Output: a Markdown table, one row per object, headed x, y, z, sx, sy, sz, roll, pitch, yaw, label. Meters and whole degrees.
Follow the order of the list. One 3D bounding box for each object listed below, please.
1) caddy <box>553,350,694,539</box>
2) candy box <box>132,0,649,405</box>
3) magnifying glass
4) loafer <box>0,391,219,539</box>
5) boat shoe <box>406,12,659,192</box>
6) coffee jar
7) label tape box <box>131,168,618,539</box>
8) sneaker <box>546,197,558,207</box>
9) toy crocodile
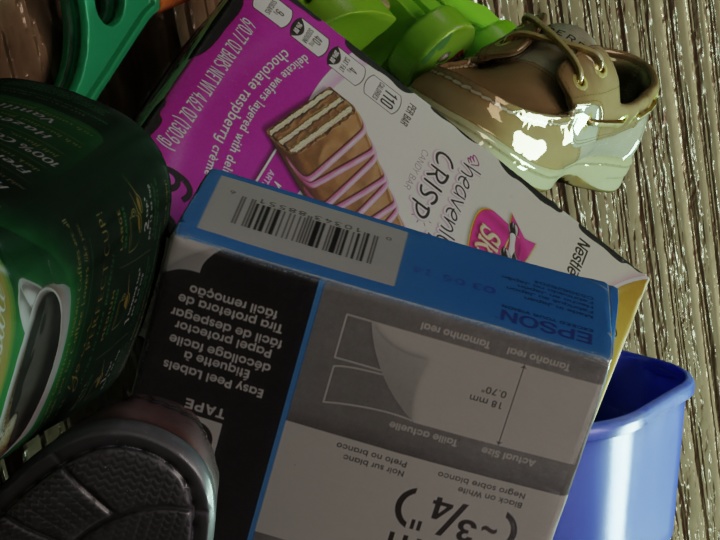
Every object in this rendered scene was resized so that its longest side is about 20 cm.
| x | y | z | sx | sy | sz | roll | pitch | yaw | label |
| --- | --- | --- | --- | --- | --- | --- | --- | --- | --- |
| 0.071 | 0.074 | 0.972 | 0.200 | 0.141 | 0.105 | -18 | 110 | -63 | caddy |
| 0.000 | 0.000 | 0.794 | 0.200 | 0.061 | 0.136 | 38 | 47 | -11 | candy box |
| -0.092 | -0.100 | 0.776 | 0.200 | 0.022 | 0.080 | -34 | 120 | -57 | magnifying glass |
| -0.094 | 0.107 | 0.660 | 0.063 | 0.072 | 0.200 | -74 | -171 | -57 | loafer |
| 0.077 | -0.077 | 0.926 | 0.066 | 0.074 | 0.200 | -61 | 161 | 13 | boat shoe |
| -0.122 | 0.011 | 0.585 | 0.200 | 0.085 | 0.104 | -46 | 154 | -74 | coffee jar |
| -0.011 | 0.083 | 0.718 | 0.063 | 0.144 | 0.200 | -74 | 180 | -66 | label tape box |
| 0.054 | -0.020 | 0.964 | 0.200 | 0.112 | 0.073 | -39 | 128 | -56 | sneaker |
| 0.022 | -0.105 | 0.956 | 0.062 | 0.068 | 0.200 | -48 | 163 | 17 | toy crocodile |
